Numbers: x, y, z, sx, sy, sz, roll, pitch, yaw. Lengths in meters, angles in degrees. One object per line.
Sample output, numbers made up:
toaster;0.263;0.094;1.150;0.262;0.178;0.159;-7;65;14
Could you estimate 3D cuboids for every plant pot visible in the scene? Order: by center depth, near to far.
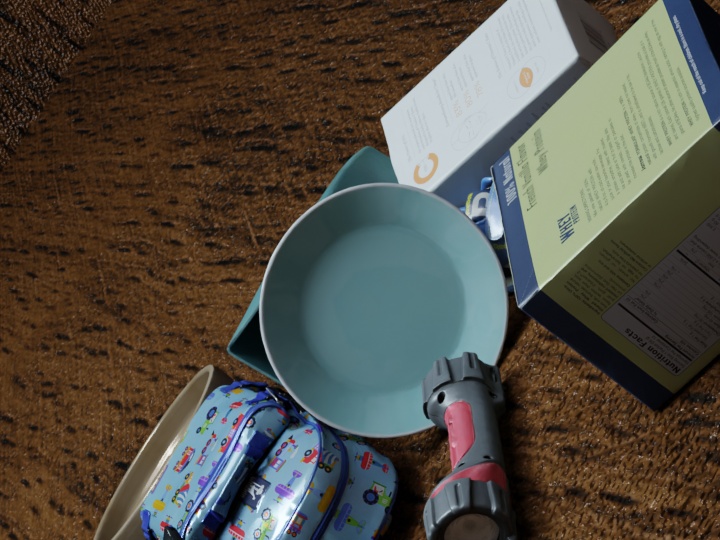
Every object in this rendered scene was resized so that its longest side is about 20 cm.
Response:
plant pot;0.000;0.000;1.756;0.142;0.140;0.201;-52;11;39
plant pot;-0.151;0.193;1.837;0.202;0.092;0.201;-55;10;14

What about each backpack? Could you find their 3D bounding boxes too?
backpack;-0.067;0.192;1.638;0.183;0.134;0.200;-57;25;-6

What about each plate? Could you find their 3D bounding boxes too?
plate;0.019;0.032;1.622;0.201;0.199;0.026;-54;5;-1

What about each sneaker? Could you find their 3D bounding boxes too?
sneaker;0.131;-0.038;1.635;0.199;0.082;0.074;-27;33;46

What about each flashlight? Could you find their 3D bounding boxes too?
flashlight;0.074;0.137;1.516;0.068;0.067;0.201;-48;24;22

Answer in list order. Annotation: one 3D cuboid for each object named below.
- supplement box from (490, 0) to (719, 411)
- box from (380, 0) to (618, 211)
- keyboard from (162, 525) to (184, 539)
supplement box;0.212;-0.054;1.419;0.200;0.134;0.201;-45;23;21
box;0.127;-0.130;1.719;0.200;0.097;0.125;-41;39;24
keyboard;-0.141;0.285;1.623;0.039;0.104;0.201;-31;-22;-22
